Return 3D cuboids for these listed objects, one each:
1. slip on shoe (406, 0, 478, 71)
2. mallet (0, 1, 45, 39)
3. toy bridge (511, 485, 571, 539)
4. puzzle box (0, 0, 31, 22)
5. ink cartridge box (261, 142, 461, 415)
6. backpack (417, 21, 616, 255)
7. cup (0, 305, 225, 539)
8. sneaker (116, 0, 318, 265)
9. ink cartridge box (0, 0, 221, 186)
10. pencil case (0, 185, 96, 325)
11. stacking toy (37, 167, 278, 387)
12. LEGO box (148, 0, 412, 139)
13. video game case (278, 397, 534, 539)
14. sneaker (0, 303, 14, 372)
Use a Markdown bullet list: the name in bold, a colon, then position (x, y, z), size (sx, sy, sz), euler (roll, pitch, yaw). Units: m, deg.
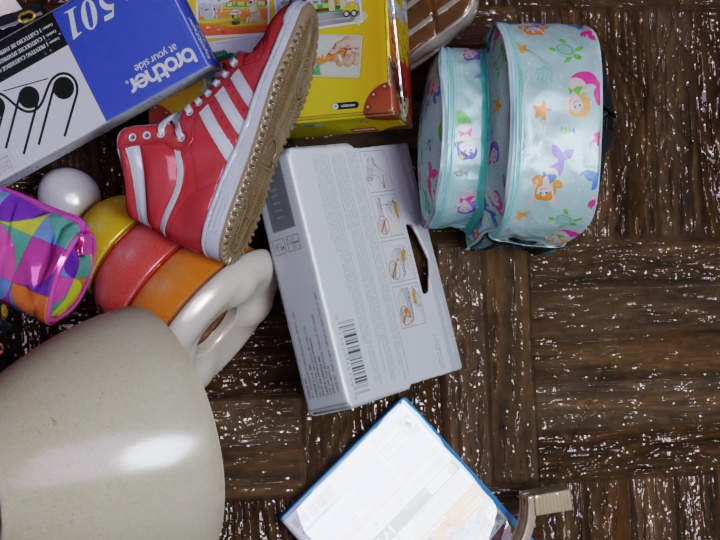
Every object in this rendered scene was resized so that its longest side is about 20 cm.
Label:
- **slip on shoe**: position (0.007, -0.182, 1.253), size (0.199, 0.061, 0.076), euler (-32, 81, 6)
- **mallet**: position (-0.333, -0.155, 1.172), size (0.198, 0.041, 0.066), euler (-16, 87, -15)
- **toy bridge**: position (0.142, 0.277, 1.230), size (0.067, 0.027, 0.202), euler (-6, 97, -16)
- **puzzle box**: position (-0.330, -0.127, 1.200), size (0.200, 0.025, 0.133), euler (-39, 93, -11)
- **ink cartridge box**: position (0.000, 0.000, 1.215), size (0.043, 0.173, 0.202), euler (-15, 88, 32)
- **backpack**: position (0.122, -0.105, 1.196), size (0.149, 0.200, 0.179), euler (3, 86, -11)
- **cup**: position (-0.206, 0.137, 1.073), size (0.142, 0.200, 0.202), euler (-12, 87, -36)
- **sneaker**: position (-0.108, -0.115, 1.125), size (0.112, 0.071, 0.202), euler (19, 84, 19)
- **ink cartridge box**: position (-0.215, -0.149, 1.155), size (0.199, 0.044, 0.095), euler (-28, 90, 8)
- **pencil case**: position (-0.291, -0.035, 1.120), size (0.199, 0.088, 0.089), euler (25, 81, 5)
- **stacking toy**: position (-0.175, -0.008, 1.188), size (0.200, 0.146, 0.146), euler (40, 79, 14)
- **LEGO box**: position (-0.065, -0.181, 1.195), size (0.198, 0.077, 0.151), euler (-3, 86, 11)
- **video game case**: position (0.051, 0.225, 1.248), size (0.143, 0.018, 0.200), euler (-43, 94, -12)
- **sneaker**: position (-0.292, 0.059, 1.169), size (0.090, 0.070, 0.201), euler (-39, 91, -8)
